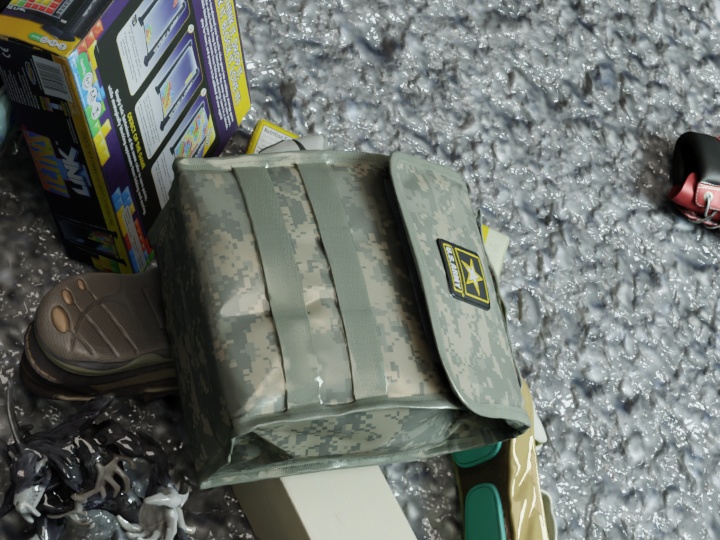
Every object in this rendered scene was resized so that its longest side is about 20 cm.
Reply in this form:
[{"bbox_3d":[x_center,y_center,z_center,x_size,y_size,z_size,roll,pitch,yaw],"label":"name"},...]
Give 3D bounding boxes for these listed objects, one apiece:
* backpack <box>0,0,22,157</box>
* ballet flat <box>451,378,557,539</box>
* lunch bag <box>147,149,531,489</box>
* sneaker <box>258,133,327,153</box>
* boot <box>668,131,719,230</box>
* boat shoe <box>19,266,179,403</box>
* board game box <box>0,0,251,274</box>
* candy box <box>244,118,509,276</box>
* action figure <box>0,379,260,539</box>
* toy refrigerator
[{"bbox_3d":[-0.270,-0.131,0.787,0.177,0.151,0.201,32,68,-3],"label":"backpack"},{"bbox_3d":[0.095,0.133,0.893,0.063,0.068,0.202,7,73,-34],"label":"ballet flat"},{"bbox_3d":[-0.003,0.023,0.764,0.199,0.118,0.165,-5,66,-23],"label":"lunch bag"},{"bbox_3d":[0.000,0.000,0.869,0.088,0.074,0.201,-32,91,-20],"label":"sneaker"},{"bbox_3d":[0.314,-0.020,1.051,0.143,0.072,0.201,-2,61,-24],"label":"boot"},{"bbox_3d":[-0.123,0.039,0.828,0.199,0.073,0.075,1,57,-46],"label":"boat shoe"},{"bbox_3d":[-0.135,-0.120,0.817,0.056,0.201,0.166,18,56,15],"label":"board game box"},{"bbox_3d":[0.002,-0.018,0.933,0.199,0.026,0.103,25,62,-12],"label":"candy box"},{"bbox_3d":[-0.133,0.148,0.748,0.200,0.119,0.102,39,21,-13],"label":"action figure"},{"bbox_3d":[-0.019,0.151,0.822,0.070,0.076,0.201,-23,78,-30],"label":"toy refrigerator"}]
